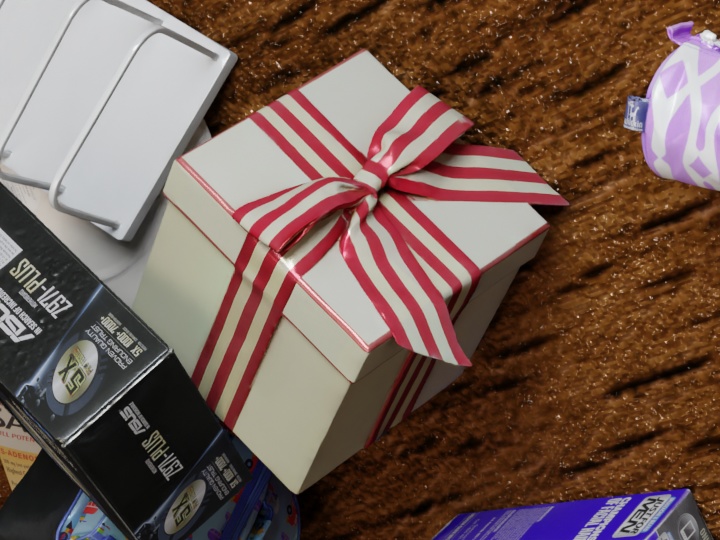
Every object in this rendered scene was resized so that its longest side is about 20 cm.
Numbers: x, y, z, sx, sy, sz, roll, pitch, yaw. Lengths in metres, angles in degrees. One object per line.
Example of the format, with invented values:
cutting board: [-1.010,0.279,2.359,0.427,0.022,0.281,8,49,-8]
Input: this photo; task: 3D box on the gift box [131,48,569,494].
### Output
gift box: [0.000,0.000,1.410,0.200,0.185,0.187,40,142,14]

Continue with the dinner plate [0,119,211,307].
dinner plate: [-0.189,-0.058,1.572,0.200,0.024,0.200,5,105,17]

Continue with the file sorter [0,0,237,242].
file sorter: [-0.210,-0.132,1.487,0.200,0.125,0.139,32,95,18]

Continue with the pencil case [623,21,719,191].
pencil case: [0.243,-0.070,1.228,0.200,0.084,0.086,16,105,30]

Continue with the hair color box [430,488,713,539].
hair color box: [0.140,0.208,1.522,0.200,0.065,0.109,-13,109,43]

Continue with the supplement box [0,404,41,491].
supplement box: [-0.200,0.123,1.741,0.126,0.074,0.200,5,121,38]

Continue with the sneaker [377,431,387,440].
sneaker: [-0.051,0.038,1.574,0.200,0.073,0.082,27,105,28]

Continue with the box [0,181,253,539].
box: [-0.178,0.060,1.464,0.200,0.086,0.164,41,167,33]

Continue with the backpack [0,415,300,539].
backpack: [-0.124,0.171,1.616,0.134,0.183,0.200,-2,140,49]
